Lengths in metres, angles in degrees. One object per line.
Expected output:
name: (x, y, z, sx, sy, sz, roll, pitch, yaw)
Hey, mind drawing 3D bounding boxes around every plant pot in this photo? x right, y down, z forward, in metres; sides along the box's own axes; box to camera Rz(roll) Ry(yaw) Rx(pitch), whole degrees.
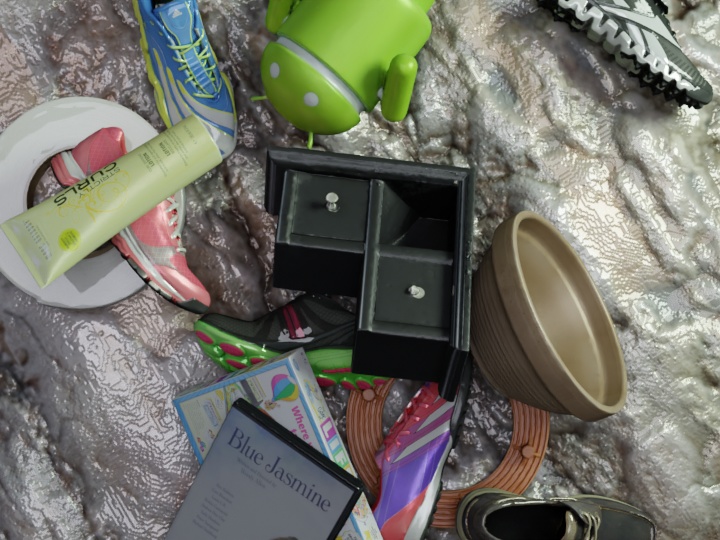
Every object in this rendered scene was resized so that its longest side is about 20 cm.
plant pot: (0.158, 0.055, 1.342, 0.092, 0.201, 0.202, -28, 88, 24)

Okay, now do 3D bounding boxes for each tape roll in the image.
tape roll: (-0.267, -0.063, 1.391, 0.200, 0.037, 0.205, 0, 87, -3)

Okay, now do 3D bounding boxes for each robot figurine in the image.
robot figurine: (-0.013, -0.213, 1.368, 0.175, 0.116, 0.200, 39, 88, 17)

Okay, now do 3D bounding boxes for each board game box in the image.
board game box: (-0.076, 0.187, 1.347, 0.133, 0.034, 0.202, -20, 96, 25)

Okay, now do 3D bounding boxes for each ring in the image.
ring: (0.085, 0.147, 1.403, 0.198, 0.019, 0.203, 0, 88, -2)

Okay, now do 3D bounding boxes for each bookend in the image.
bookend: (0.000, 0.000, 1.328, 0.198, 0.092, 0.200, 7, 56, -1)

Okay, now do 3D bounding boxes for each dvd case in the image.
dvd case: (-0.097, 0.235, 1.338, 0.142, 0.018, 0.201, 33, 112, 11)

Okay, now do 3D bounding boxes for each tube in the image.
tube: (-0.217, -0.065, 1.290, 0.199, 0.058, 0.052, -33, 116, -10)

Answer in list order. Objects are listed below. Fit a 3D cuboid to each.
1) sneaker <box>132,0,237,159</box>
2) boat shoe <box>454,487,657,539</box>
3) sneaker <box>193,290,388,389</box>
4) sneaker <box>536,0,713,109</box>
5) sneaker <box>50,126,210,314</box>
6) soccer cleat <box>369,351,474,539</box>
sneaker: (-0.171, -0.201, 1.367, 0.075, 0.105, 0.202, -22, 88, -3)
boat shoe: (0.189, 0.249, 1.367, 0.198, 0.073, 0.075, 5, 89, -11)
sneaker: (-0.059, 0.063, 1.385, 0.198, 0.077, 0.085, 6, 57, 2)
sneaker: (0.271, -0.240, 1.405, 0.199, 0.066, 0.091, 37, 89, 2)
sneaker: (-0.195, -0.049, 1.339, 0.087, 0.074, 0.200, -41, 89, -5)
soccer cleat: (0.053, 0.159, 1.361, 0.072, 0.068, 0.202, 18, 89, 3)
